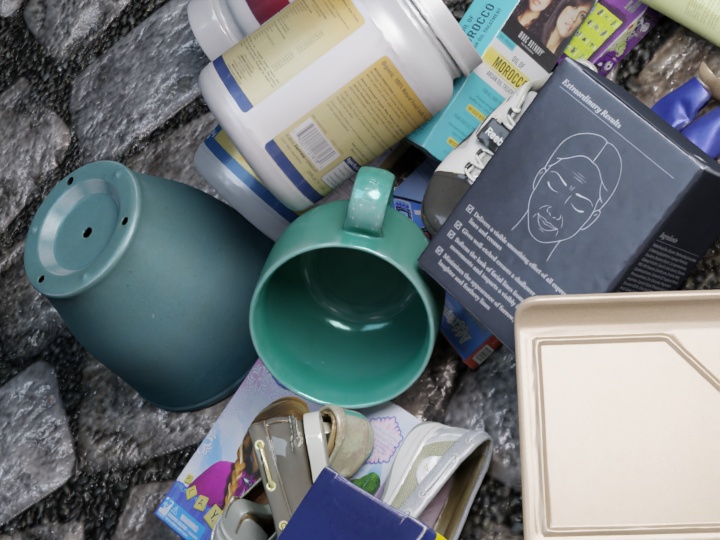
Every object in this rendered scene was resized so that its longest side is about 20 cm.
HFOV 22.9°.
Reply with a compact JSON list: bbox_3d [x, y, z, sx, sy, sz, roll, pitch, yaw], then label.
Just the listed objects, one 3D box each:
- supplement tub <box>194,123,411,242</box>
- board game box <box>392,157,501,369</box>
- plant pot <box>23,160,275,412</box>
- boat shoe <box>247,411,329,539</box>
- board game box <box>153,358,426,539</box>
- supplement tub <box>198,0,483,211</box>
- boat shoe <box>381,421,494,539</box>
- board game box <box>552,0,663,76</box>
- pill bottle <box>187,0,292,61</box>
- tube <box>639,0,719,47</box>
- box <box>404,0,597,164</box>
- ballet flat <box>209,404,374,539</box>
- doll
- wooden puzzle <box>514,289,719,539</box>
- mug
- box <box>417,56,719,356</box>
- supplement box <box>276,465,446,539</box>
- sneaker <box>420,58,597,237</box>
[{"bbox_3d":[-0.037,-0.127,1.592,0.200,0.145,0.145,-49,46,3],"label":"supplement tub"},{"bbox_3d":[0.081,-0.014,1.521,0.103,0.019,0.200,-43,46,6],"label":"board game box"},{"bbox_3d":[-0.196,0.000,1.611,0.200,0.188,0.201,-19,54,29],"label":"plant pot"},{"bbox_3d":[-0.048,0.211,1.375,0.060,0.072,0.203,-6,94,0],"label":"boat shoe"},{"bbox_3d":[-0.055,0.174,1.498,0.200,0.041,0.200,30,84,43],"label":"board game box"},{"bbox_3d":[-0.015,-0.159,1.445,0.200,0.144,0.145,-36,47,5],"label":"supplement tub"},{"bbox_3d":[0.045,0.213,1.378,0.065,0.074,0.202,2,59,43],"label":"boat shoe"},{"bbox_3d":[0.231,-0.259,1.546,0.200,0.032,0.120,-46,49,6],"label":"board game box"},{"bbox_3d":[-0.063,-0.274,1.726,0.200,0.110,0.110,-29,50,21],"label":"pill bottle"},{"bbox_3d":[0.310,-0.199,1.429,0.200,0.052,0.058,34,128,30],"label":"tube"},{"bbox_3d":[0.116,-0.179,1.515,0.049,0.082,0.200,35,92,45],"label":"box"},{"bbox_3d":[-0.073,0.183,1.434,0.200,0.062,0.067,-49,48,4],"label":"ballet flat"},{"bbox_3d":[0.222,-0.073,1.426,0.200,0.048,0.137,-40,52,12],"label":"doll"},{"bbox_3d":[0.205,0.116,1.263,0.184,0.037,0.201,-2,77,3],"label":"wooden puzzle"},{"bbox_3d":[0.004,0.010,1.444,0.185,0.152,0.115,-41,14,26],"label":"mug"},{"bbox_3d":[0.169,-0.033,1.358,0.148,0.107,0.200,44,106,29],"label":"box"},{"bbox_3d":[0.032,0.240,1.250,0.109,0.200,0.110,25,77,44],"label":"supplement box"},{"bbox_3d":[0.122,-0.104,1.445,0.074,0.089,0.200,38,65,9],"label":"sneaker"}]
